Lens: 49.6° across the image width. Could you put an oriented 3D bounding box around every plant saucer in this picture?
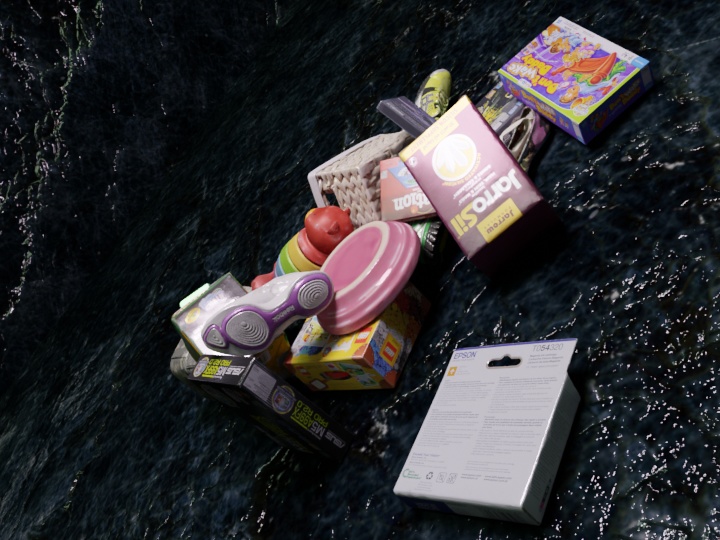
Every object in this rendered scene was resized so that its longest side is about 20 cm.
[{"bbox_3d":[0.000,0.000,1.156,0.199,0.051,0.202,-37,26,21],"label":"plant saucer"}]

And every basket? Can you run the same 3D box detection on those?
[{"bbox_3d":[0.030,-0.147,1.330,0.122,0.138,0.199,-7,22,45],"label":"basket"}]

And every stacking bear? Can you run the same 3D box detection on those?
[{"bbox_3d":[-0.079,-0.025,1.286,0.201,0.113,0.121,-54,-7,38],"label":"stacking bear"}]

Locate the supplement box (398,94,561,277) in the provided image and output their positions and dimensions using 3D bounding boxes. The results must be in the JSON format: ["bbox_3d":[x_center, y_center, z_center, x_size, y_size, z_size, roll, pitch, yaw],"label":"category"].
[{"bbox_3d":[0.163,-0.115,1.082,0.130,0.103,0.202,-39,62,14],"label":"supplement box"}]

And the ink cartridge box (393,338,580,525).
[{"bbox_3d":[0.148,0.176,0.875,0.194,0.043,0.202,-13,40,52],"label":"ink cartridge box"}]

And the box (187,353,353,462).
[{"bbox_3d":[-0.126,0.191,1.091,0.159,0.200,0.045,-5,49,52],"label":"box"}]

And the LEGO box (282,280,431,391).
[{"bbox_3d":[-0.007,0.097,1.178,0.198,0.077,0.151,-13,42,50],"label":"LEGO box"}]

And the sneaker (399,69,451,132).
[{"bbox_3d":[0.143,-0.303,1.520,0.075,0.075,0.204,3,65,48],"label":"sneaker"}]

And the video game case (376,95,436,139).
[{"bbox_3d":[0.107,-0.245,1.324,0.019,0.142,0.200,-53,-2,19],"label":"video game case"}]

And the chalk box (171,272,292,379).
[{"bbox_3d":[-0.213,0.104,1.254,0.124,0.125,0.200,-37,58,-17],"label":"chalk box"}]

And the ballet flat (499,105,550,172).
[{"bbox_3d":[0.229,-0.169,1.190,0.069,0.071,0.202,-12,43,57],"label":"ballet flat"}]

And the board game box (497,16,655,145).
[{"bbox_3d":[0.318,-0.289,1.166,0.134,0.045,0.200,-40,45,0],"label":"board game box"}]

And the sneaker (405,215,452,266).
[{"bbox_3d":[0.111,-0.100,1.240,0.083,0.079,0.203,5,52,28],"label":"sneaker"}]

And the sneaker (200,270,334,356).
[{"bbox_3d":[-0.133,0.060,1.106,0.196,0.076,0.099,-24,13,-17],"label":"sneaker"}]

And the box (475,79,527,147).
[{"bbox_3d":[0.262,-0.281,1.315,0.200,0.049,0.162,-44,24,6],"label":"box"}]

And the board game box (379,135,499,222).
[{"bbox_3d":[0.120,-0.136,1.184,0.196,0.019,0.106,-10,73,28],"label":"board game box"}]

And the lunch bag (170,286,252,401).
[{"bbox_3d":[-0.225,0.131,1.395,0.166,0.139,0.203,-14,42,49],"label":"lunch bag"}]
